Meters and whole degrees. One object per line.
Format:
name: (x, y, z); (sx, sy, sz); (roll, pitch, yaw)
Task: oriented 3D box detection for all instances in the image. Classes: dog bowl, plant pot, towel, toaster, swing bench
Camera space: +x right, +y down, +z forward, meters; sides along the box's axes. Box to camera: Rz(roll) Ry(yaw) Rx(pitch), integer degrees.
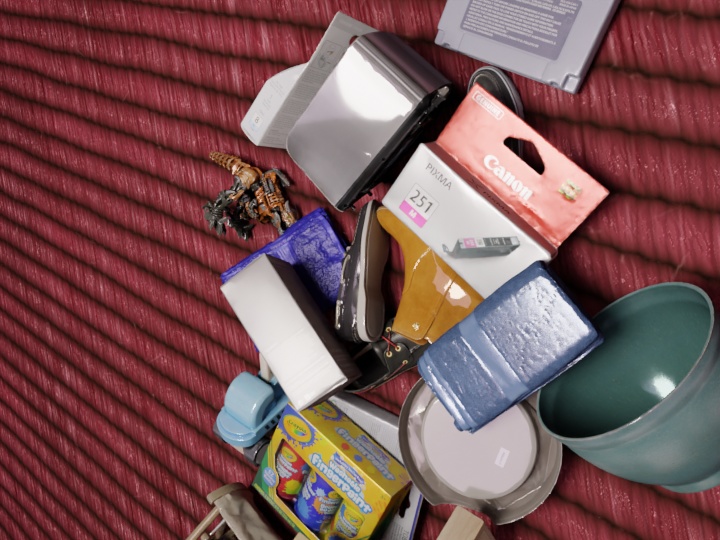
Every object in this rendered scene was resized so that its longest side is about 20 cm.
dog bowl: (0.150, 0.208, 0.732); (0.198, 0.059, 0.202); (0, 90, 22)
plant pot: (0.297, 0.131, 0.581); (0.134, 0.201, 0.200); (44, 121, -7)
towel: (-0.105, 0.013, 0.879); (0.199, 0.050, 0.148); (-33, 74, 7)
toaster: (0.021, -0.191, 0.723); (0.119, 0.181, 0.200); (42, 119, -1)
swing bench: (-0.195, 0.495, 0.988); (0.199, 0.129, 0.201); (43, 111, 25)
towel: (0.160, 0.088, 0.650); (0.200, 0.048, 0.112); (-45, 69, 28)

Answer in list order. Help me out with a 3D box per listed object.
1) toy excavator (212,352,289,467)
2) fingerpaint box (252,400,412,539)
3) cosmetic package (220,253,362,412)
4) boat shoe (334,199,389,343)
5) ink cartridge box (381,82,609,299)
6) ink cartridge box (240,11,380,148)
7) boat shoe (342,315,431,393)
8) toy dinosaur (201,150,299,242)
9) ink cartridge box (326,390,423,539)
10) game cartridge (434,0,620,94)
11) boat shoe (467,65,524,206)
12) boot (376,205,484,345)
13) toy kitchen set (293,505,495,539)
toy excavator: (-0.149, 0.177, 0.929); (0.099, 0.194, 0.201); (25, 136, 31)
fingerpaint box: (-0.046, 0.304, 0.842); (0.199, 0.073, 0.168); (36, 114, 25)
cosmetic package: (-0.092, 0.083, 0.794); (0.090, 0.107, 0.201); (-34, 79, 7)
boat shoe: (0.000, 0.000, 0.813); (0.060, 0.074, 0.202); (-4, 77, 30)
ink cartridge box: (0.145, -0.082, 0.668); (0.200, 0.043, 0.174); (44, 123, 14)
ink cartridge box: (-0.051, -0.253, 0.792); (0.047, 0.160, 0.200); (49, 119, 19)
boat shoe: (0.044, 0.110, 0.820); (0.201, 0.063, 0.074); (-42, 67, 28)
toy dinosaur: (-0.182, -0.122, 0.957); (0.136, 0.102, 0.200); (-48, 49, 12)
ink cartridge box: (0.013, 0.302, 0.872); (0.199, 0.040, 0.201); (21, 106, 31)
game cartridge: (0.195, -0.305, 0.691); (0.199, 0.041, 0.134); (33, 116, 28)
boat shoe: (0.164, -0.153, 0.713); (0.068, 0.056, 0.202); (-9, 89, 35)
boot: (0.073, 0.013, 0.755); (0.200, 0.071, 0.145); (29, 81, 23)
toy kitchen set: (0.048, 0.377, 0.743); (0.199, 0.164, 0.181); (19, 61, 41)
